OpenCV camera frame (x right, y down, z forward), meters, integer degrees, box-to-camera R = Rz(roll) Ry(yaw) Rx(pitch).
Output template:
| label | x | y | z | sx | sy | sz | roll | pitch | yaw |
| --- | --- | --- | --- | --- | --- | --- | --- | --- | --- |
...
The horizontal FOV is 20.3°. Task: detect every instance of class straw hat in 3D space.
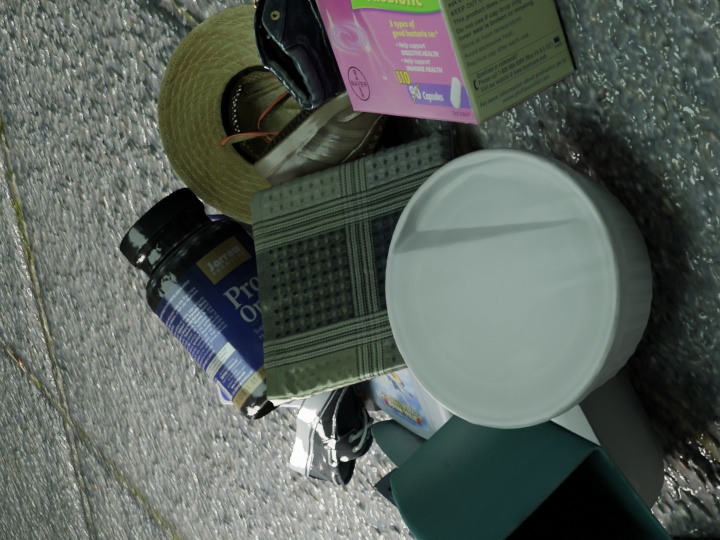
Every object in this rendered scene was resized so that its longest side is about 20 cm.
| label | x | y | z | sx | sy | sz | roll | pitch | yaw |
| --- | --- | --- | --- | --- | --- | --- | --- | --- | --- |
| straw hat | -0.079 | -0.137 | 1.820 | 0.202 | 0.200 | 0.085 | 58 | -164 | 7 |

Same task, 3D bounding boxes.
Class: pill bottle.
| label | x | y | z | sx | sy | sz | roll | pitch | yaw |
| --- | --- | --- | --- | --- | --- | --- | --- | --- | --- |
| pill bottle | -0.121 | 0.027 | 1.808 | 0.200 | 0.112 | 0.112 | 48 | 154 | 7 |

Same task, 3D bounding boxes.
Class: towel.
| label | x | y | z | sx | sy | sz | roll | pitch | yaw |
| --- | --- | --- | --- | --- | --- | --- | --- | --- | --- |
| towel | 0.000 | 0.000 | 1.646 | 0.199 | 0.034 | 0.194 | -15 | 70 | 28 |

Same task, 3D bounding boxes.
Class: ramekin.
| label | x | y | z | sx | sy | sz | roll | pitch | yaw |
| --- | --- | --- | --- | --- | --- | --- | --- | --- | --- |
| ramekin | 0.124 | 0.010 | 1.489 | 0.201 | 0.094 | 0.204 | 2 | 94 | 34 |

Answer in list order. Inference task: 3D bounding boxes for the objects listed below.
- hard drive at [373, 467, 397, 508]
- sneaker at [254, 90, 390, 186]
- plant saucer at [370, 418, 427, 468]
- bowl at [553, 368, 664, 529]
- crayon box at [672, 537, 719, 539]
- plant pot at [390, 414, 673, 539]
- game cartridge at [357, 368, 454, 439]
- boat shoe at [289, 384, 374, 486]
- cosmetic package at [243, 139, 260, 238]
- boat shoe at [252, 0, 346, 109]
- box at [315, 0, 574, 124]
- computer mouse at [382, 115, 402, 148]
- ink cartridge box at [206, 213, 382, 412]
| label | x | y | z | sx | sy | sz | roll | pitch | yaw |
| --- | --- | --- | --- | --- | --- | --- | --- | --- | --- |
| hard drive | 0.110 | 0.237 | 1.795 | 0.200 | 0.042 | 0.135 | 39 | -171 | 10 |
| sneaker | -0.005 | -0.121 | 1.701 | 0.075 | 0.071 | 0.200 | 43 | 134 | -13 |
| plant saucer | 0.101 | 0.181 | 1.777 | 0.200 | 0.039 | 0.201 | 34 | -170 | -7 |
| bowl | 0.164 | 0.117 | 1.637 | 0.201 | 0.074 | 0.200 | 62 | 157 | 0 |
| crayon box | 0.295 | 0.312 | 1.611 | 0.201 | 0.051 | 0.127 | 63 | 155 | -5 |
| plant pot | 0.117 | 0.191 | 1.525 | 0.142 | 0.141 | 0.200 | 51 | 172 | -27 |
| game cartridge | 0.035 | 0.075 | 1.722 | 0.200 | 0.041 | 0.134 | 26 | 137 | 60 |
| boat shoe | -0.019 | 0.139 | 1.815 | 0.067 | 0.072 | 0.200 | 26 | 147 | 8 |
| cosmetic package | -0.070 | -0.039 | 1.933 | 0.105 | 0.071 | 0.201 | -2 | 114 | 62 |
| boat shoe | -0.058 | -0.228 | 1.579 | 0.201 | 0.091 | 0.071 | 57 | 157 | -4 |
| box | 0.044 | -0.221 | 1.483 | 0.176 | 0.096 | 0.201 | 14 | 128 | 57 |
| computer mouse | 0.045 | -0.080 | 1.712 | 0.201 | 0.034 | 0.059 | 57 | 156 | 13 |
| ink cartridge box | -0.075 | 0.033 | 1.882 | 0.197 | 0.047 | 0.201 | 1 | 112 | 40 |
